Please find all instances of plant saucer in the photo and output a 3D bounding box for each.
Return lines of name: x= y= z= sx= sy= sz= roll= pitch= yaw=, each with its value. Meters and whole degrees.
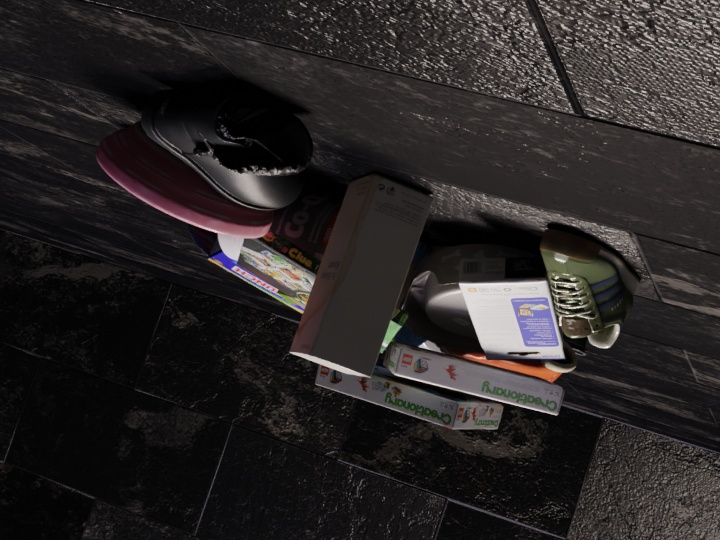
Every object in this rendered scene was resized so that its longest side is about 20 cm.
plant saucer: x=-0.179 y=-0.104 z=1.434 sx=0.200 sy=0.051 sz=0.201 roll=25 pitch=-164 yaw=-8

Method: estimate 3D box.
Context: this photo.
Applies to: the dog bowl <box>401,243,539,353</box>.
dog bowl: x=0.148 y=0.033 z=1.580 sx=0.200 sy=0.059 sz=0.200 roll=6 pitch=153 yaw=3

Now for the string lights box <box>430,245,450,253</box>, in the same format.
string lights box: x=0.162 y=0.027 z=1.734 sx=0.200 sy=0.059 sz=0.103 roll=23 pitch=169 yaw=-32

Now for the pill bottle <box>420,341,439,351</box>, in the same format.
pill bottle: x=0.069 y=0.064 z=2.034 sx=0.114 sy=0.114 sz=0.200 roll=23 pitch=173 yaw=-33

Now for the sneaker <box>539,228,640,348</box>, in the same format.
sneaker: x=0.236 y=0.027 z=1.407 sx=0.067 sy=0.090 sz=0.200 roll=14 pitch=172 yaw=33

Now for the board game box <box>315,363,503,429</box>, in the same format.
board game box: x=0.060 y=0.153 z=1.660 sx=0.200 sy=0.035 sz=0.126 roll=15 pitch=-178 yaw=32

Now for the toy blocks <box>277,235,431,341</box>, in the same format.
toy blocks: x=0.000 y=0.000 z=1.676 sx=0.100 sy=0.137 sz=0.200 roll=39 pitch=165 yaw=-34

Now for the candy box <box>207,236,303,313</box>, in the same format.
candy box: x=-0.104 y=-0.018 z=1.869 sx=0.169 sy=0.077 sz=0.200 roll=29 pitch=165 yaw=-15

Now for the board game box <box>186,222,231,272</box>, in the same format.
board game box: x=-0.165 y=-0.045 z=2.027 sx=0.200 sy=0.039 sz=0.158 roll=18 pitch=-153 yaw=-39

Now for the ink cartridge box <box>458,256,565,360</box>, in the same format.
ink cartridge box: x=0.172 y=0.046 z=1.495 sx=0.095 sy=0.037 sz=0.200 roll=-2 pitch=150 yaw=14

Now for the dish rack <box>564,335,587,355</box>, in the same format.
dish rack: x=0.233 y=0.073 z=1.940 sx=0.153 sy=0.055 sz=0.200 roll=21 pitch=173 yaw=-10

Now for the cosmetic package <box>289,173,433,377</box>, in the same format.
cosmetic package: x=0.000 y=0.006 z=1.416 sx=0.073 sy=0.200 sz=0.104 roll=22 pitch=172 yaw=-14

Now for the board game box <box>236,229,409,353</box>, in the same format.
board game box: x=-0.045 y=0.020 z=1.520 sx=0.200 sy=0.023 sz=0.105 roll=31 pitch=155 yaw=0

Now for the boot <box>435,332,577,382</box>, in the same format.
boot: x=0.181 y=0.088 z=1.707 sx=0.200 sy=0.075 sz=0.107 roll=28 pitch=147 yaw=-27

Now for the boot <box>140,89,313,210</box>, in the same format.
boot: x=-0.096 y=-0.108 z=1.286 sx=0.200 sy=0.076 sz=0.168 roll=32 pitch=171 yaw=-37

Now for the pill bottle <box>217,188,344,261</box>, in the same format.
pill bottle: x=-0.066 y=-0.040 z=1.597 sx=0.200 sy=0.114 sz=0.114 roll=14 pitch=172 yaw=33

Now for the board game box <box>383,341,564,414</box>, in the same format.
board game box: x=0.133 y=0.128 z=1.621 sx=0.200 sy=0.035 sz=0.126 roll=14 pitch=179 yaw=-4

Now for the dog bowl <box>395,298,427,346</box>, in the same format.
dog bowl: x=0.065 y=0.042 z=1.779 sx=0.111 sy=0.050 sz=0.200 roll=44 pitch=-160 yaw=0
